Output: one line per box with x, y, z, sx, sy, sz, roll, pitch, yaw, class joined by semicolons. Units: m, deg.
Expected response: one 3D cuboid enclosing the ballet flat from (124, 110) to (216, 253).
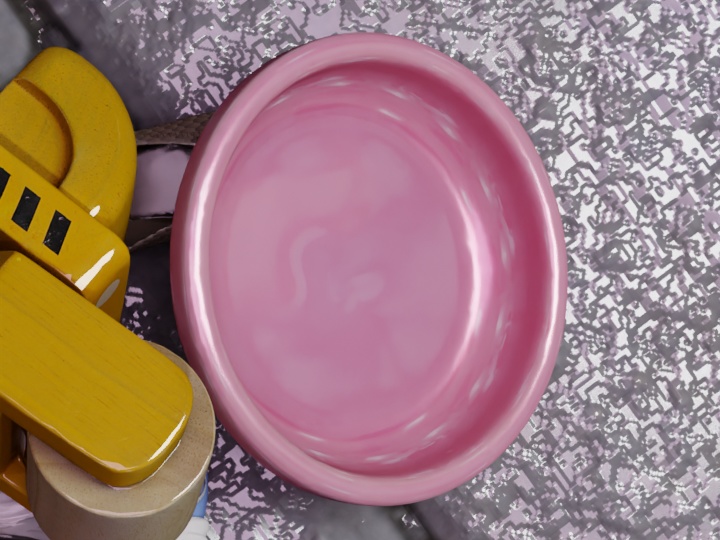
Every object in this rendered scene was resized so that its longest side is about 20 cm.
-0.116;-0.028;0.853;0.200;0.046;0.068;-17;90;-8;ballet flat

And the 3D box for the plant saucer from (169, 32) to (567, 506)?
0.000;0.000;0.836;0.200;0.051;0.201;2;86;-35;plant saucer

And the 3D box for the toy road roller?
-0.123;0.005;0.769;0.200;0.123;0.146;37;67;6;toy road roller

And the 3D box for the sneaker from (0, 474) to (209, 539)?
-0.161;0.085;0.839;0.200;0.076;0.077;13;66;-9;sneaker
